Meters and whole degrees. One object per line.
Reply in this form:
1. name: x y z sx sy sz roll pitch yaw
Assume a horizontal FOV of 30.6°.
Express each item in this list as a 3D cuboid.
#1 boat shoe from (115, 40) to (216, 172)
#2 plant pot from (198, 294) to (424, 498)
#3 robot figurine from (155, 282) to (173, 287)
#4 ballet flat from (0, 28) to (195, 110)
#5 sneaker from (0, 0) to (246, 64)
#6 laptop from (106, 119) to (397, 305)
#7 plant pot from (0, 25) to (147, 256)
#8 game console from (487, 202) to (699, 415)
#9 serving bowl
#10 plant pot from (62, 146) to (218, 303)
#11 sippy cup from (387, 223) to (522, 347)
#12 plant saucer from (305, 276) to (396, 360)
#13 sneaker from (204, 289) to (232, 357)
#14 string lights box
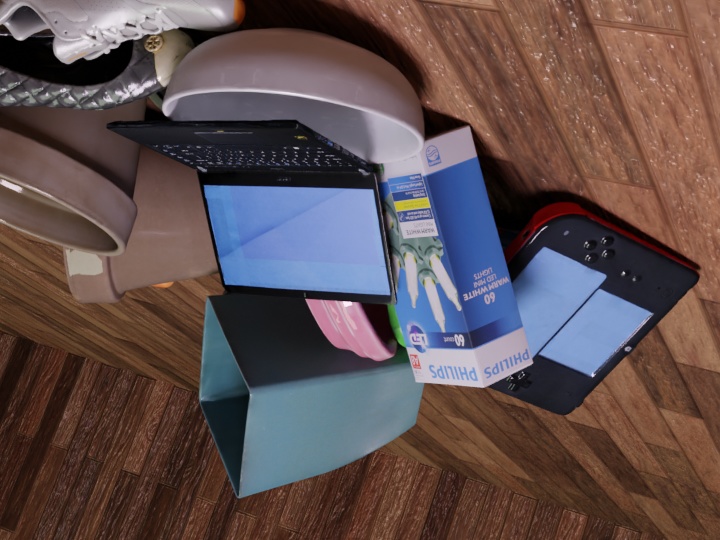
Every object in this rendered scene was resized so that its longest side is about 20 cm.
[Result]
1. boat shoe: -0.137 -0.154 1.103 0.060 0.072 0.201 -30 131 13
2. plant pot: -0.043 0.107 1.299 0.197 0.143 0.142 -9 -139 -21
3. robot figurine: -0.263 -0.056 1.536 0.198 0.146 0.116 12 -179 31
4. ballet flat: -0.224 -0.160 1.003 0.197 0.067 0.057 -5 147 6
5. sneaker: -0.177 -0.187 0.961 0.197 0.093 0.076 14 165 21
6. laptop: -0.082 -0.044 1.050 0.175 0.105 0.199 3 171 27
7. plant pot: -0.262 -0.131 1.126 0.197 0.176 0.200 19 166 5
8. game console: 0.180 0.040 1.173 0.175 0.031 0.201 25 122 -24
9. serving bowl: -0.046 -0.136 0.984 0.197 0.067 0.200 8 173 1
10. plant pot: -0.195 -0.062 1.319 0.172 0.203 0.200 4 166 -1
11. sippy cup: 0.107 0.010 1.248 0.128 0.142 0.178 3 -156 22
12. plant saucer: -0.024 -0.008 1.222 0.050 0.203 0.201 -21 155 10
13. sneaker: -0.105 0.005 1.378 0.081 0.200 0.071 23 151 40
14. string lights box: 0.067 -0.010 1.087 0.058 0.203 0.102 -21 -171 -30
